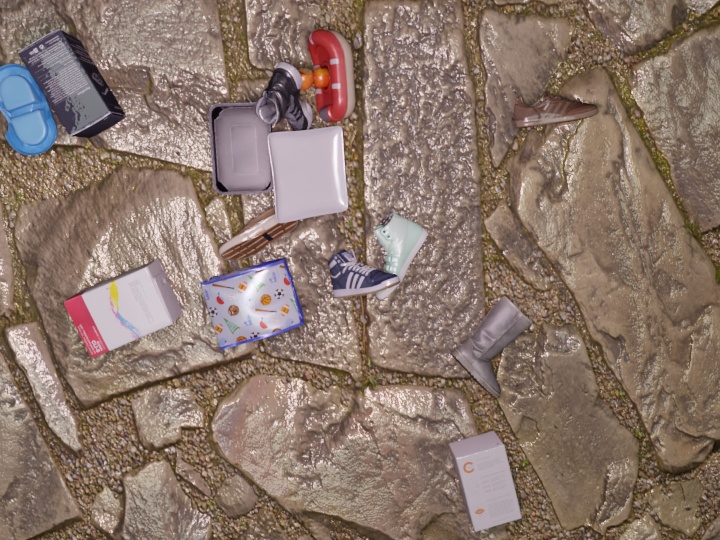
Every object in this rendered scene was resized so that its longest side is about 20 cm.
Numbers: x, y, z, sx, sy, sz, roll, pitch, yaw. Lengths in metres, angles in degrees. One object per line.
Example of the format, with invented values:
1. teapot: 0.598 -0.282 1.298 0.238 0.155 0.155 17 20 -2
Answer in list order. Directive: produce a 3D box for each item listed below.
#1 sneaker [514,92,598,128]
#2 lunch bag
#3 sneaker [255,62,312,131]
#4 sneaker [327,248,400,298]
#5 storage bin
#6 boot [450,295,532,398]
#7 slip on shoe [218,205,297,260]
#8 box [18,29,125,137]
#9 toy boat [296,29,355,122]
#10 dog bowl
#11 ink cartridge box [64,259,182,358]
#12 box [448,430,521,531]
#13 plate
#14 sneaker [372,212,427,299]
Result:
1. sneaker: 0.460 -0.384 1.708 0.199 0.070 0.076 -9 98 -4
2. lunch bag: -0.244 0.073 1.689 0.199 0.124 0.171 -16 98 5
3. sneaker: -0.171 -0.348 1.587 0.075 0.200 0.114 26 66 21
4. sneaker: 0.000 0.000 1.681 0.070 0.200 0.109 -17 94 -46
5. storage bin: -0.267 -0.275 1.652 0.135 0.094 0.201 -3 98 -4
6. boot: 0.343 0.190 1.788 0.200 0.073 0.182 -43 101 -5
7. slip on shoe: -0.243 -0.092 1.699 0.200 0.076 0.061 -31 60 8
8. box: -0.619 -0.398 1.576 0.104 0.148 0.200 -29 99 0
9. toy boat: -0.092 -0.431 1.615 0.130 0.130 0.201 -8 98 -25
10. dog bowl: -0.746 -0.356 1.622 0.111 0.050 0.201 -19 100 -2
11. ink cartridge box: -0.531 0.082 1.653 0.199 0.145 0.145 -23 99 -1
12. box: 0.309 0.522 1.810 0.124 0.097 0.201 -15 100 -2
13. plate: -0.122 -0.221 1.661 0.199 0.032 0.201 -14 106 -35
14. sneaker: 0.060 -0.039 1.720 0.118 0.074 0.201 31 85 -15
